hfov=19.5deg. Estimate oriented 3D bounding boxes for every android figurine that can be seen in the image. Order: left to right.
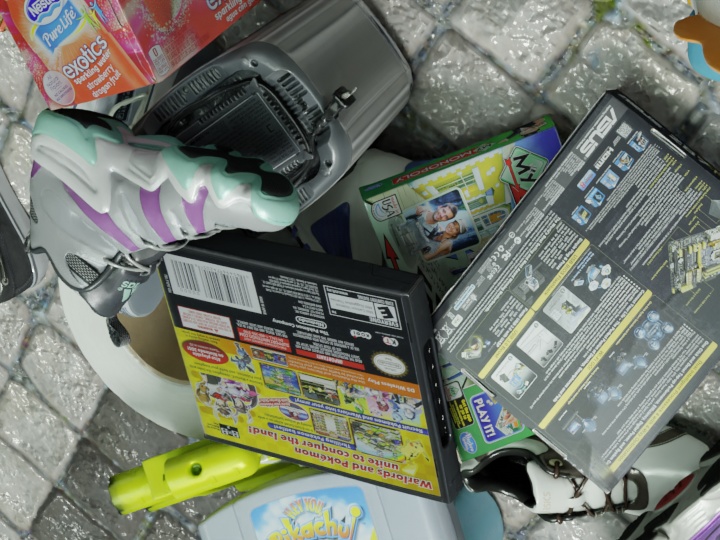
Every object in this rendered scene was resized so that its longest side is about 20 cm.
[{"bbox_3d":[-0.082,0.139,1.556,0.199,0.182,0.041,-18,81,10],"label":"android figurine"}]

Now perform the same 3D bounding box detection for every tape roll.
[{"bbox_3d":[-0.128,0.025,1.573,0.202,0.071,0.203,18,128,24],"label":"tape roll"}]

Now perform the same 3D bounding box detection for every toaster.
[{"bbox_3d":[-0.053,-0.105,1.383,0.200,0.129,0.114,-32,100,40],"label":"toaster"}]

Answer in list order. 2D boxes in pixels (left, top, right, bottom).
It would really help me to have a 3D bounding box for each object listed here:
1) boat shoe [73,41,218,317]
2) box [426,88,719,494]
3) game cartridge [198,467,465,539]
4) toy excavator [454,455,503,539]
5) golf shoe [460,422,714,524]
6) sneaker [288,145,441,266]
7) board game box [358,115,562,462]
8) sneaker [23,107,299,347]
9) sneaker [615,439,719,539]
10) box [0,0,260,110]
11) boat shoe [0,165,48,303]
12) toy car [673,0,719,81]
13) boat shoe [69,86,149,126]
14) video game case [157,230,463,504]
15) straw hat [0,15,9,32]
[{"bbox_3d":[-0.162,-0.073,1.474,0.086,0.075,0.203,14,89,26],"label":"boat shoe"},{"bbox_3d":[0.157,0.012,1.314,0.161,0.049,0.200,39,104,9],"label":"box"},{"bbox_3d":[-0.019,0.208,1.512,0.199,0.040,0.134,-16,91,25],"label":"game cartridge"},{"bbox_3d":[0.055,0.167,1.539,0.195,0.100,0.200,47,121,0],"label":"toy excavator"},{"bbox_3d":[0.162,0.146,1.433,0.199,0.094,0.078,9,123,29],"label":"golf shoe"},{"bbox_3d":[0.000,-0.001,1.450,0.115,0.080,0.200,26,110,31],"label":"sneaker"},{"bbox_3d":[0.095,0.014,1.382,0.134,0.029,0.201,-21,111,2],"label":"board game box"},{"bbox_3d":[-0.131,-0.015,1.326,0.199,0.078,0.141,18,102,32],"label":"sneaker"},{"bbox_3d":[0.245,0.163,1.361,0.083,0.081,0.200,45,105,-7],"label":"sneaker"},{"bbox_3d":[-0.128,-0.193,1.332,0.099,0.200,0.096,-9,115,38],"label":"box"},{"bbox_3d":[-0.324,-0.061,1.656,0.070,0.066,0.201,-14,111,40],"label":"boat shoe"},{"bbox_3d":[0.216,-0.158,1.110,0.176,0.200,0.185,12,125,29],"label":"toy car"},{"bbox_3d":[-0.194,-0.129,1.526,0.070,0.071,0.200,61,145,32],"label":"boat shoe"},{"bbox_3d":[-0.035,0.060,1.381,0.199,0.026,0.181,12,133,28],"label":"video game case"},{"bbox_3d":[-0.203,-0.188,1.411,0.085,0.201,0.201,37,135,-3],"label":"straw hat"}]
